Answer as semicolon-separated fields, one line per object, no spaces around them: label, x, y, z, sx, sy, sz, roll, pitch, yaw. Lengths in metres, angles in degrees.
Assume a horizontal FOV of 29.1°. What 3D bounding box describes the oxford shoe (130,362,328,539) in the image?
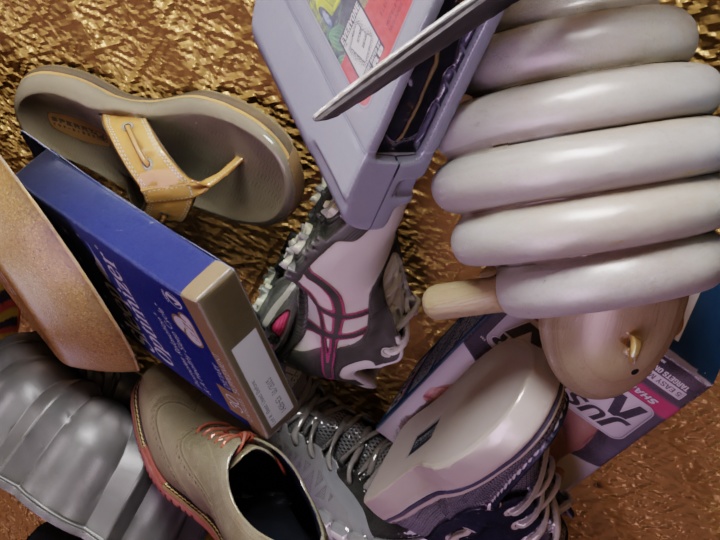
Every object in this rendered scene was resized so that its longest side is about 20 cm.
oxford shoe;-0.069;0.109;0.787;0.200;0.070;0.075;47;138;36

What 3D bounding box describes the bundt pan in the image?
bundt pan;-0.169;0.107;0.905;0.201;0.076;0.202;34;-178;-1

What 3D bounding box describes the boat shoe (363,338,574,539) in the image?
boat shoe;0.075;0.099;0.671;0.092;0.075;0.200;33;157;-4

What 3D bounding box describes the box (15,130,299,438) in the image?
box;-0.124;0.005;0.778;0.199;0.032;0.122;32;156;38

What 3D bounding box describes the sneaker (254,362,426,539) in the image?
sneaker;-0.024;0.097;0.829;0.199;0.075;0.116;9;131;45

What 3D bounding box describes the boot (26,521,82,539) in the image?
boot;-0.217;0.243;1.139;0.167;0.076;0.202;15;131;32

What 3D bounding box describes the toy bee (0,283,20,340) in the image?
toy bee;-0.290;-0.021;0.910;0.130;0.109;0.200;27;173;27

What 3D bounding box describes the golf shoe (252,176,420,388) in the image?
golf shoe;0.000;0.000;0.732;0.087;0.078;0.200;29;151;-3

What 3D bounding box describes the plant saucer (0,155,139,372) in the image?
plant saucer;-0.203;-0.012;0.822;0.201;0.035;0.201;49;165;18

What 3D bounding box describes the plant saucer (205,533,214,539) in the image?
plant saucer;-0.098;0.283;1.036;0.048;0.201;0.201;-8;136;-3

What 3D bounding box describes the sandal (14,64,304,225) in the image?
sandal;-0.119;-0.061;0.763;0.198;0.054;0.081;17;138;24

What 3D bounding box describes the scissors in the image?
scissors;0.068;-0.112;0.472;0.014;0.199;0.073;55;159;20

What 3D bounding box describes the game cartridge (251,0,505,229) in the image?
game cartridge;0.012;-0.133;0.532;0.040;0.134;0.201;0;136;-27

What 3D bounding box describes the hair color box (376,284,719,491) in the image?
hair color box;0.096;0.053;0.716;0.100;0.061;0.200;36;143;-1

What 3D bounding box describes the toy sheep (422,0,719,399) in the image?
toy sheep;0.086;-0.048;0.561;0.137;0.137;0.203;-6;97;41
